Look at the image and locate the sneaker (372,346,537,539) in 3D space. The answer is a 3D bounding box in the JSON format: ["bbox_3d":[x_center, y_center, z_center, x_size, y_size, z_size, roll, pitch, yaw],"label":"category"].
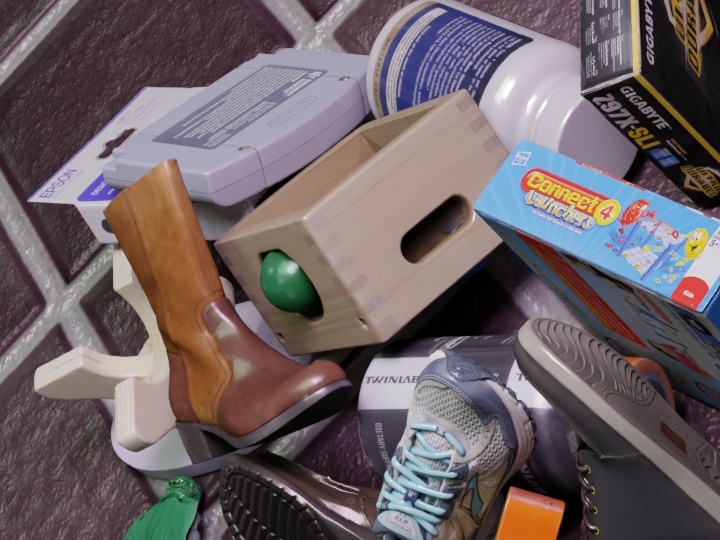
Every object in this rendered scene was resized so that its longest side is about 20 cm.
[{"bbox_3d":[0.050,0.129,1.324,0.077,0.200,0.086,31,57,22],"label":"sneaker"}]

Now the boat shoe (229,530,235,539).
[{"bbox_3d":[-0.056,0.212,1.512,0.074,0.066,0.200,-38,45,16],"label":"boat shoe"}]

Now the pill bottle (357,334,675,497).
[{"bbox_3d":[0.104,0.094,1.422,0.199,0.106,0.107,-4,61,40],"label":"pill bottle"}]

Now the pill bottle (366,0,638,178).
[{"bbox_3d":[0.103,-0.119,1.556,0.200,0.111,0.111,29,84,47],"label":"pill bottle"}]

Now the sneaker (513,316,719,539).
[{"bbox_3d":[0.145,0.124,1.305,0.106,0.200,0.075,-45,7,24],"label":"sneaker"}]

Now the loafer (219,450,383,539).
[{"bbox_3d":[-0.007,0.179,1.467,0.199,0.071,0.073,29,123,22],"label":"loafer"}]

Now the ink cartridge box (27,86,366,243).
[{"bbox_3d":[-0.123,-0.086,1.686,0.199,0.044,0.198,2,32,27],"label":"ink cartridge box"}]

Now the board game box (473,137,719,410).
[{"bbox_3d":[0.194,0.020,1.322,0.196,0.200,0.056,28,79,46],"label":"board game box"}]

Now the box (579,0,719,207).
[{"bbox_3d":[0.205,-0.165,1.462,0.049,0.160,0.201,-18,52,30],"label":"box"}]

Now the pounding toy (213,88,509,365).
[{"bbox_3d":[0.000,0.000,1.517,0.200,0.142,0.184,-40,12,-24],"label":"pounding toy"}]

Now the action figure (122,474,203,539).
[{"bbox_3d":[-0.151,0.235,1.585,0.118,0.055,0.201,-21,42,42],"label":"action figure"}]

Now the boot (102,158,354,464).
[{"bbox_3d":[-0.091,0.019,1.477,0.188,0.068,0.201,-23,85,61],"label":"boot"}]

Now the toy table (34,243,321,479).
[{"bbox_3d":[-0.138,0.069,1.641,0.200,0.117,0.184,-36,45,19],"label":"toy table"}]

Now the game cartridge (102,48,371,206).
[{"bbox_3d":[-0.079,-0.107,1.619,0.133,0.042,0.200,14,38,37],"label":"game cartridge"}]

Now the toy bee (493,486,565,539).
[{"bbox_3d":[0.072,0.229,1.322,0.131,0.109,0.200,37,86,5],"label":"toy bee"}]
